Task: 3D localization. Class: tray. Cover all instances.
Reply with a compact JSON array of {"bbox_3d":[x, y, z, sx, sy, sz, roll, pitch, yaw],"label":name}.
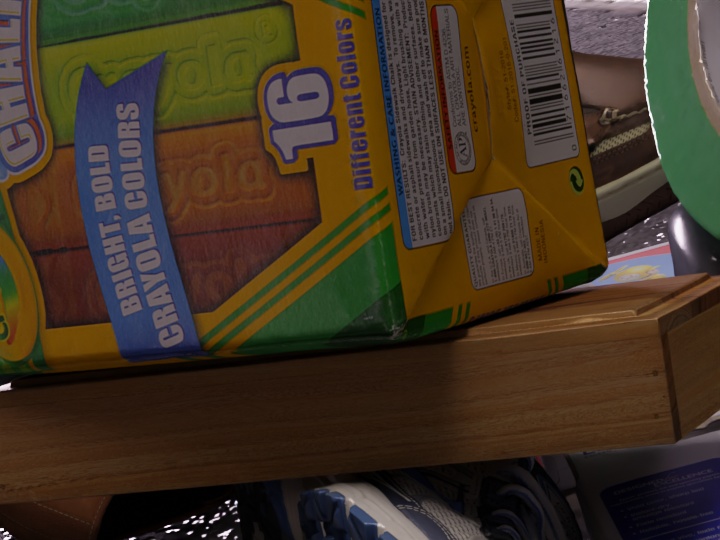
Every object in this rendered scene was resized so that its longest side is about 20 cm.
[{"bbox_3d":[0.003,0.032,0.685,0.199,0.037,0.099,-6,5,22],"label":"tray"}]

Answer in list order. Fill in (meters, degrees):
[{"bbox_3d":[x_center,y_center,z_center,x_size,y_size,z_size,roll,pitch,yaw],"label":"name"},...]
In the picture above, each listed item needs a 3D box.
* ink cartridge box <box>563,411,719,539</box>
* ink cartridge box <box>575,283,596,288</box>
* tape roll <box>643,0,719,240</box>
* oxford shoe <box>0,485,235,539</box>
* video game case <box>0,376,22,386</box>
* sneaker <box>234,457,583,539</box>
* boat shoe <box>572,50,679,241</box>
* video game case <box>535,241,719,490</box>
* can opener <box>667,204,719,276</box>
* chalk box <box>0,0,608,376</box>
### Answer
[{"bbox_3d":[0.118,0.081,0.637,0.099,0.039,0.200,-15,16,0],"label":"ink cartridge box"},{"bbox_3d":[0.000,0.000,0.815,0.200,0.042,0.119,27,19,26],"label":"ink cartridge box"},{"bbox_3d":[0.157,-0.096,0.705,0.048,0.201,0.200,15,2,-26],"label":"tape roll"},{"bbox_3d":[-0.060,0.056,0.886,0.071,0.072,0.200,25,33,24],"label":"oxford shoe"},{"bbox_3d":[-0.135,0.038,0.891,0.143,0.017,0.200,-42,-8,35],"label":"video game case"},{"bbox_3d":[0.026,0.079,0.668,0.085,0.077,0.200,-14,15,-15],"label":"sneaker"},{"bbox_3d":[0.084,-0.050,0.879,0.202,0.075,0.075,-32,-2,32],"label":"boat shoe"},{"bbox_3d":[0.121,0.023,0.886,0.142,0.018,0.200,-15,15,-1],"label":"video game case"},{"bbox_3d":[0.137,-0.011,0.828,0.053,0.067,0.200,-11,16,13],"label":"can opener"},{"bbox_3d":[-0.050,-0.040,0.695,0.199,0.125,0.124,-7,3,32],"label":"chalk box"}]
